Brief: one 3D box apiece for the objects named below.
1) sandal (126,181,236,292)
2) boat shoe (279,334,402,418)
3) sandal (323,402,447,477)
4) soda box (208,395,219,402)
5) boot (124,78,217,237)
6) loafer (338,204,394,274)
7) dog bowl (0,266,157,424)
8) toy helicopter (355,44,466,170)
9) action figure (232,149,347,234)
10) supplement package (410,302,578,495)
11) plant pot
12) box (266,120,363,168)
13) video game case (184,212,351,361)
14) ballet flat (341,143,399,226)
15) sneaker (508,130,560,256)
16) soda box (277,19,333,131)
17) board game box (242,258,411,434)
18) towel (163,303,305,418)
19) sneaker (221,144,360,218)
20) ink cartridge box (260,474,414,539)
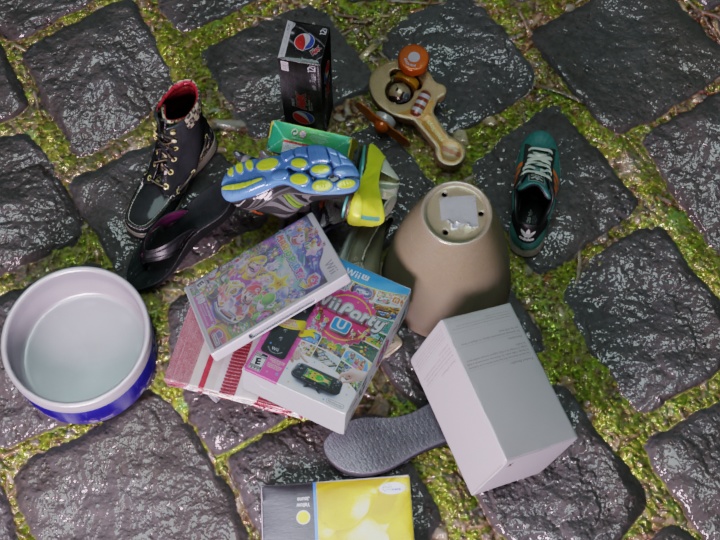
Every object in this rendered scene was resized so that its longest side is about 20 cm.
[{"bbox_3d":[-0.262,-0.054,1.584,0.200,0.048,0.075,-44,56,5],"label":"sandal"},{"bbox_3d":[-0.032,0.135,1.519,0.199,0.071,0.063,-39,73,-21],"label":"boat shoe"},{"bbox_3d":[0.047,0.226,1.492,0.198,0.043,0.077,-11,64,-18],"label":"sandal"},{"bbox_3d":[-0.152,0.081,1.543,0.068,0.064,0.200,40,71,17],"label":"soda box"},{"bbox_3d":[-0.280,-0.161,1.605,0.073,0.154,0.205,27,68,12],"label":"boot"},{"bbox_3d":[0.000,0.000,1.578,0.069,0.075,0.201,26,74,12],"label":"loafer"},{"bbox_3d":[-0.376,0.101,1.526,0.197,0.079,0.203,0,65,0],"label":"dog bowl"},{"bbox_3d":[0.081,-0.227,1.682,0.131,0.079,0.201,-32,73,-13],"label":"toy helicopter"},{"bbox_3d":[-0.105,-0.096,1.585,0.191,0.106,0.200,15,40,25],"label":"action figure"},{"bbox_3d":[0.169,0.165,1.460,0.116,0.118,0.202,-11,63,-28],"label":"supplement package"},{"bbox_3d":[0.122,-0.032,1.522,0.185,0.201,0.190,0,64,0],"label":"plant pot"},{"bbox_3d":[-0.060,-0.172,1.603,0.116,0.200,0.049,13,95,5],"label":"box"},{"bbox_3d":[-0.123,0.018,1.459,0.199,0.018,0.144,-30,42,-2],"label":"video game case"},{"bbox_3d":[0.020,-0.114,1.572,0.066,0.068,0.201,12,30,3],"label":"ballet flat"},{"bbox_3d":[0.255,-0.124,1.629,0.070,0.080,0.202,8,65,4],"label":"sneaker"},{"bbox_3d":[-0.077,-0.270,1.630,0.062,0.201,0.072,10,65,4],"label":"soda box"},{"bbox_3d":[-0.042,0.087,1.447,0.146,0.065,0.201,23,58,11],"label":"board game box"},{"bbox_3d":[-0.143,0.108,1.479,0.197,0.023,0.145,13,59,6],"label":"towel"},{"bbox_3d":[-0.088,-0.116,1.508,0.197,0.083,0.072,-6,66,24],"label":"sneaker"},{"bbox_3d":[-0.027,0.366,1.423,0.195,0.047,0.202,-4,63,-3],"label":"ink cartridge box"}]
